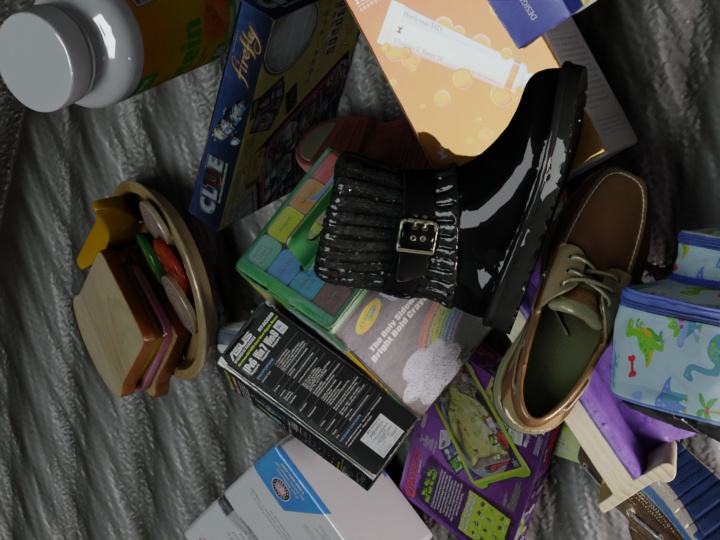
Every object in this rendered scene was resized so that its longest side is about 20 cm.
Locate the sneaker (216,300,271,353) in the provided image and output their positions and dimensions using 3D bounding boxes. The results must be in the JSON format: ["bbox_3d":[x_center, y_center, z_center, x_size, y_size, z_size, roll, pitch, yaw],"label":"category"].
[{"bbox_3d":[-0.040,0.029,1.871,0.200,0.078,0.086,-10,95,32],"label":"sneaker"}]

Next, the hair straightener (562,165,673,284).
[{"bbox_3d":[0.201,0.017,1.682,0.077,0.041,0.200,3,107,37],"label":"hair straightener"}]

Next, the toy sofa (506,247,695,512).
[{"bbox_3d":[0.169,0.069,1.638,0.098,0.083,0.200,-33,93,13],"label":"toy sofa"}]

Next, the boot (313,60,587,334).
[{"bbox_3d":[0.061,-0.065,1.539,0.158,0.079,0.211,20,108,5],"label":"boot"}]

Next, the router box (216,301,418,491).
[{"bbox_3d":[-0.034,0.102,1.736,0.150,0.062,0.200,36,173,3],"label":"router box"}]

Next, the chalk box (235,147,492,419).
[{"bbox_3d":[0.000,0.000,1.688,0.124,0.124,0.200,33,170,42],"label":"chalk box"}]

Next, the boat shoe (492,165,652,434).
[{"bbox_3d":[0.157,0.025,1.557,0.076,0.074,0.200,21,88,-3],"label":"boat shoe"}]

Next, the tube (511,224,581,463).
[{"bbox_3d":[0.147,0.062,1.747,0.058,0.052,0.200,-111,14,-60],"label":"tube"}]

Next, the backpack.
[{"bbox_3d":[0.275,0.046,1.535,0.183,0.200,0.147,11,97,36],"label":"backpack"}]

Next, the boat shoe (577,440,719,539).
[{"bbox_3d":[0.248,0.191,1.718,0.200,0.072,0.072,51,138,21],"label":"boat shoe"}]

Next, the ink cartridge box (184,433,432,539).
[{"bbox_3d":[-0.050,0.233,1.942,0.145,0.084,0.200,53,139,7],"label":"ink cartridge box"}]

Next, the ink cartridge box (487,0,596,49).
[{"bbox_3d":[0.142,-0.288,1.523,0.200,0.047,0.198,-32,90,7],"label":"ink cartridge box"}]

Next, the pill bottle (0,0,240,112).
[{"bbox_3d":[-0.197,-0.196,1.790,0.111,0.200,0.111,17,120,32],"label":"pill bottle"}]

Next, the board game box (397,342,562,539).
[{"bbox_3d":[0.098,0.148,1.812,0.120,0.032,0.200,32,138,19],"label":"board game box"}]

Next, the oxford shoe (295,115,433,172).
[{"bbox_3d":[0.049,-0.082,1.757,0.200,0.070,0.075,6,144,32],"label":"oxford shoe"}]

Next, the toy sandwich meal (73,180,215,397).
[{"bbox_3d":[-0.198,0.018,1.944,0.205,0.070,0.205,43,143,44],"label":"toy sandwich meal"}]

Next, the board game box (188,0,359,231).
[{"bbox_3d":[-0.064,-0.140,1.756,0.035,0.135,0.200,33,127,22],"label":"board game box"}]

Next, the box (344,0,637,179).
[{"bbox_3d":[0.096,-0.149,1.621,0.124,0.097,0.200,-30,87,22],"label":"box"}]
